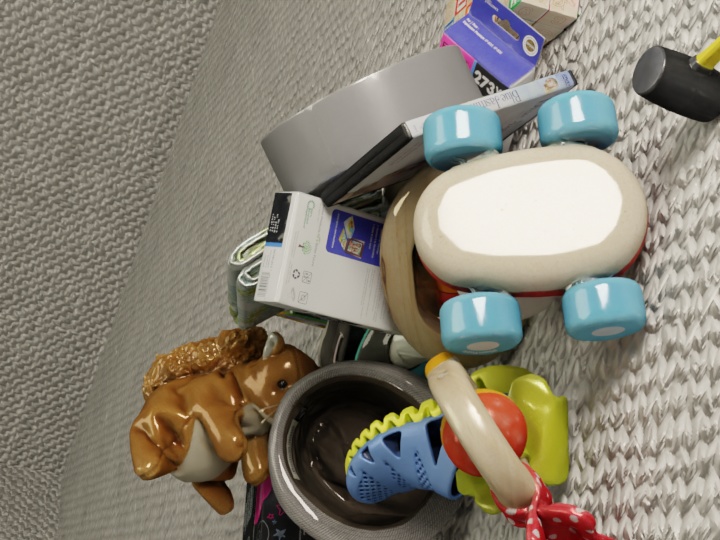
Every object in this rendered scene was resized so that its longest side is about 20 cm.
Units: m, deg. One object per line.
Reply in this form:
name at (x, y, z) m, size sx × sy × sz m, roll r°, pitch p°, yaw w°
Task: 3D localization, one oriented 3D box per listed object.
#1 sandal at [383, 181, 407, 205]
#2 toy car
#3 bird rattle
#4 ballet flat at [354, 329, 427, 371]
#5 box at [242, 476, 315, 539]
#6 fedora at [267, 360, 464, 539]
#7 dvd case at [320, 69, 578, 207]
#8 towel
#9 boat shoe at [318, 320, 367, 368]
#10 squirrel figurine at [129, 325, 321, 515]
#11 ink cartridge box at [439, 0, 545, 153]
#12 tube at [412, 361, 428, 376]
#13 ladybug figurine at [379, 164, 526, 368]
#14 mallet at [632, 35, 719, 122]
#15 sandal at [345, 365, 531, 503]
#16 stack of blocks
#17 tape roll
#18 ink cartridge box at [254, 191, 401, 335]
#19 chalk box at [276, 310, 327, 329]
sandal at (0.086, -0.072, 1.388) m, size 0.200 × 0.054 × 0.080 m, roll 14°, pitch 75°, yaw 46°
toy car at (0.137, -0.016, 1.195) m, size 0.200 × 0.177 × 0.185 m, roll 66°, pitch -162°, yaw -71°
bird rattle at (0.099, 0.143, 1.093) m, size 0.113 × 0.163 × 0.200 m, roll -33°, pitch 19°, yaw 13°
ballet flat at (0.065, 0.036, 1.416) m, size 0.200 × 0.068 × 0.068 m, roll -58°, pitch 39°, yaw 4°
box at (-0.060, 0.245, 1.621) m, size 0.132 × 0.115 × 0.200 m, roll 113°, pitch 164°, yaw -51°
fedora at (0.012, 0.180, 1.401) m, size 0.177 × 0.200 × 0.090 m, roll -60°, pitch -19°, yaw -11°
dvd case at (0.076, -0.113, 1.281) m, size 0.143 × 0.200 × 0.018 m, roll -37°, pitch 78°, yaw 53°
towel at (-0.053, -0.016, 1.479) m, size 0.048 × 0.171 × 0.200 m, roll 60°, pitch 169°, yaw 12°
boat shoe at (0.000, 0.066, 1.477) m, size 0.057 × 0.067 × 0.200 m, roll 52°, pitch 148°, yaw 44°
squirrel figurine at (-0.132, 0.123, 1.547) m, size 0.187 × 0.141 × 0.200 m, roll -38°, pitch 41°, yaw 17°
ink cartridge box at (0.107, -0.160, 1.414) m, size 0.095 × 0.037 × 0.200 m, roll 45°, pitch 138°, yaw 29°
tube at (0.039, 0.110, 1.548) m, size 0.200 × 0.050 × 0.078 m, roll 113°, pitch 169°, yaw -46°
ladybug figurine at (0.084, -0.012, 1.311) m, size 0.072 × 0.135 × 0.200 m, roll -91°, pitch -2°, yaw -66°
mallet at (0.257, -0.175, 1.009) m, size 0.200 × 0.066 × 0.041 m, roll 124°, pitch 153°, yaw -49°
sandal at (0.067, 0.157, 1.276) m, size 0.200 × 0.079 × 0.087 m, roll -33°, pitch 54°, yaw 31°
stack of blocks at (0.142, -0.239, 1.452) m, size 0.200 × 0.058 × 0.115 m, roll 145°, pitch 136°, yaw -65°
tape roll at (0.013, -0.129, 1.351) m, size 0.066 × 0.200 × 0.200 m, roll 64°, pitch 159°, yaw 1°
ink cartridge box at (0.000, 0.000, 1.335) m, size 0.039 × 0.200 × 0.100 m, roll 2°, pitch 79°, yaw 50°
chalk box at (-0.021, 0.004, 1.687) m, size 0.200 × 0.124 × 0.125 m, roll -178°, pitch 102°, yaw -72°
